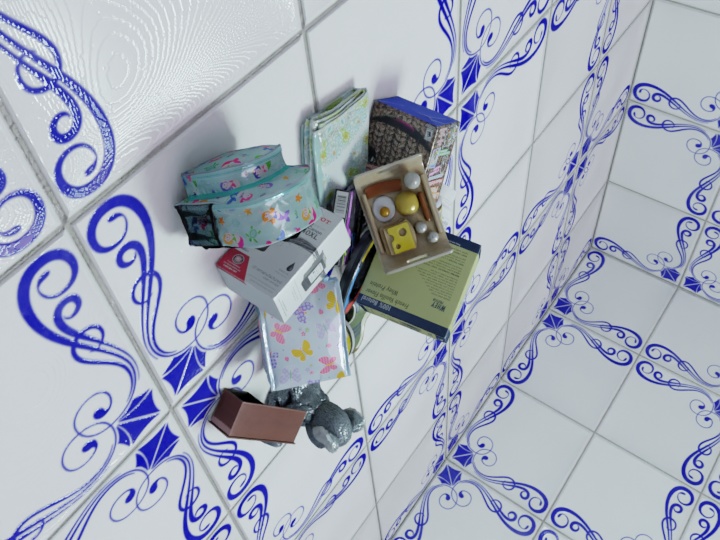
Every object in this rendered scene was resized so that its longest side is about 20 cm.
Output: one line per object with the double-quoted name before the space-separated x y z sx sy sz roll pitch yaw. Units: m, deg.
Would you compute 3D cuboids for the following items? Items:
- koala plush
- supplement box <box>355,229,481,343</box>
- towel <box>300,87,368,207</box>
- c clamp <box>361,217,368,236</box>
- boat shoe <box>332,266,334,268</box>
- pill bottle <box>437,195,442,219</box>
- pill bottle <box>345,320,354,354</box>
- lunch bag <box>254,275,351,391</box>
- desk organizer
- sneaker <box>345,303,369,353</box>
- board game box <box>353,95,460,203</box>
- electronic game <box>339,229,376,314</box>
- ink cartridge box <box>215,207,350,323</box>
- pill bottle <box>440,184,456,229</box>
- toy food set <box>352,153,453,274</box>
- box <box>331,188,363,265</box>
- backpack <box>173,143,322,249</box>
"koala plush" -0.100 0.332 1.674 0.177 0.199 0.186 -16 129 -56
"supplement box" 0.123 0.018 1.527 0.134 0.198 0.202 50 61 -77
"towel" -0.043 -0.230 1.403 0.171 0.048 0.201 -42 148 -36
"c clamp" 0.035 -0.077 1.727 0.172 0.027 0.200 -59 156 -4
"boat shoe" -0.081 -0.021 1.517 0.202 0.064 0.071 -64 155 1
"pill bottle" 0.132 -0.078 1.678 0.109 0.108 0.202 -36 134 -43
"pill bottle" -0.109 0.177 1.608 0.199 0.111 0.112 -27 138 -51
"lunch bag" -0.114 0.111 1.438 0.168 0.127 0.202 -11 112 -12
"desk organizer" -0.209 0.304 1.534 0.199 0.071 0.078 22 92 -50
"sneaker" -0.032 0.123 1.770 0.089 0.067 0.202 -6 132 -36
"board game box" 0.093 -0.235 1.527 0.097 0.158 0.202 -25 136 -51
"electronic game" 0.000 0.000 1.531 0.200 0.041 0.202 24 89 -82
"ink cartridge box" -0.134 -0.030 1.312 0.200 0.144 0.084 -51 150 -22
"pill bottle" 0.155 -0.117 1.813 0.202 0.113 0.113 -67 155 0
"toy food set" 0.083 -0.108 1.427 0.142 0.202 0.060 -19 -175 -3
"box" -0.029 -0.084 1.479 0.200 0.036 0.145 -18 118 -82
"backpack" -0.163 -0.108 1.121 0.177 0.198 0.152 -34 123 -43
